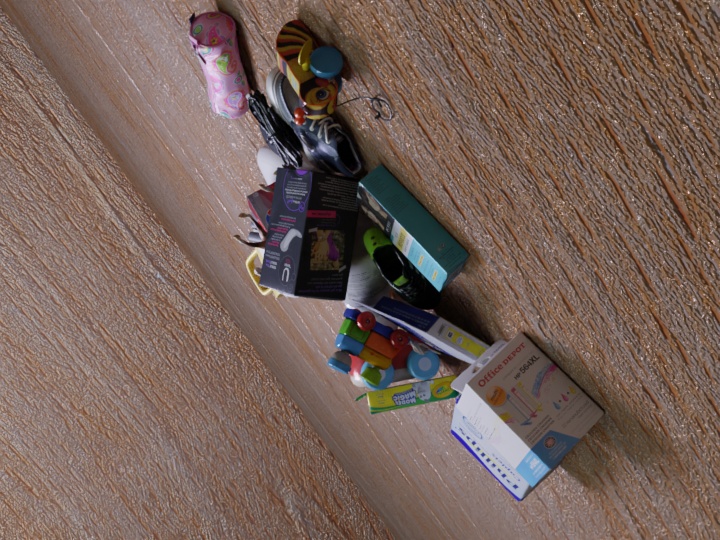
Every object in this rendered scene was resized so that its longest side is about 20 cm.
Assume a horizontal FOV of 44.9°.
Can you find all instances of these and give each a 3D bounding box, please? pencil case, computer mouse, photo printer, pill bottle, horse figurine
[{"bbox_3d":[-0.243,-0.355,1.518,0.087,0.087,0.201,43,162,23],"label":"pencil case"},{"bbox_3d":[-0.141,-0.229,1.443,0.139,0.052,0.200,58,-172,-9],"label":"computer mouse"},{"bbox_3d":[-0.110,-0.146,1.634,0.166,0.069,0.201,35,157,43],"label":"photo printer"},{"bbox_3d":[0.000,0.000,1.580,0.114,0.114,0.201,40,160,30],"label":"pill bottle"},{"bbox_3d":[-0.140,-0.086,1.496,0.050,0.201,0.132,15,161,48],"label":"horse figurine"}]

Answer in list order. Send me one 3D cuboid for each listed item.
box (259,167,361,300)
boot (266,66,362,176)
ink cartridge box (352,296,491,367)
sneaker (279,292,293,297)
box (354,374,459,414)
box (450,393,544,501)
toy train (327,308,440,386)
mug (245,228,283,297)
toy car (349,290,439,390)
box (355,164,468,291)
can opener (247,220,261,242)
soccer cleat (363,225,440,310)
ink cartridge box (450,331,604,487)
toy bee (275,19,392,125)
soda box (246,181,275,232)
[{"bbox_3d":[-0.082,-0.061,1.437,0.105,0.202,0.122,7,-176,-36],"label":"box"},{"bbox_3d":[-0.066,-0.233,1.364,0.090,0.073,0.200,21,155,45],"label":"boot"},{"bbox_3d":[0.110,0.095,1.494,0.199,0.047,0.197,33,174,-28],"label":"ink cartridge box"},{"bbox_3d":[-0.078,0.020,1.742,0.080,0.198,0.071,33,-128,-65],"label":"sneaker"},{"bbox_3d":[0.090,0.240,1.675,0.117,0.198,0.049,45,-145,-80],"label":"box"},{"bbox_3d":[0.260,0.285,1.524,0.184,0.105,0.201,44,163,22],"label":"box"},{"bbox_3d":[0.043,0.158,1.567,0.199,0.117,0.085,29,173,-17],"label":"toy train"},{"bbox_3d":[-0.169,-0.035,1.858,0.154,0.186,0.149,58,-175,4],"label":"mug"},{"bbox_3d":[0.052,0.117,1.696,0.184,0.175,0.202,158,101,-83],"label":"toy car"},{"bbox_3d":[0.077,-0.066,1.356,0.200,0.049,0.082,47,163,13],"label":"box"},{"bbox_3d":[-0.136,-0.063,1.758,0.198,0.053,0.066,11,176,25],"label":"can opener"},{"bbox_3d":[0.069,0.009,1.446,0.200,0.067,0.081,48,-163,-31],"label":"soccer cleat"},{"bbox_3d":[0.248,0.206,1.348,0.200,0.128,0.126,45,162,16],"label":"ink cartridge box"},{"bbox_3d":[-0.066,-0.262,1.218,0.200,0.108,0.132,38,157,36],"label":"toy bee"},{"bbox_3d":[-0.133,-0.057,1.585,0.201,0.063,0.070,58,167,17],"label":"soda box"}]
